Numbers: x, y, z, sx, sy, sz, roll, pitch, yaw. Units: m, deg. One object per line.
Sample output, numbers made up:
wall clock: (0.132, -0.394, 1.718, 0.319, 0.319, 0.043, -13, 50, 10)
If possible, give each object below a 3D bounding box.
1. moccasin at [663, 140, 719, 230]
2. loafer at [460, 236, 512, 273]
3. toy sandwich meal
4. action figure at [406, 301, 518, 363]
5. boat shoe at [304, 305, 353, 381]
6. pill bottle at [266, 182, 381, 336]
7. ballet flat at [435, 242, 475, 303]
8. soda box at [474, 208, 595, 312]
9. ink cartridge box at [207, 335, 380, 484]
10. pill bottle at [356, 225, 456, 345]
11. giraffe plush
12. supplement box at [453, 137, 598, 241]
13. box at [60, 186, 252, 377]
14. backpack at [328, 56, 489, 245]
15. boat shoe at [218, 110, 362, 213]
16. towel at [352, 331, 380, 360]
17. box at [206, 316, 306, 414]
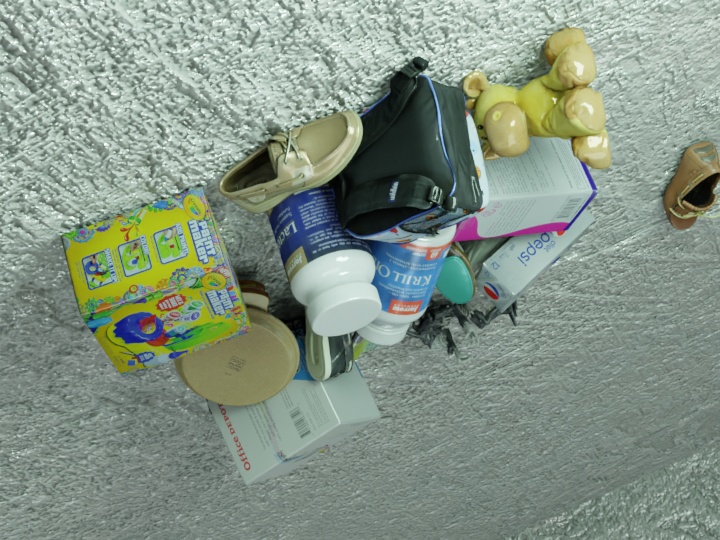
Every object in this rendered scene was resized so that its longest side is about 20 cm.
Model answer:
moccasin: (0.529, -0.120, 1.929, 0.072, 0.079, 0.202, -13, 152, -12)
loafer: (0.192, -0.046, 1.841, 0.069, 0.071, 0.200, 7, 142, -28)
toy sandwich meal: (-0.182, 0.109, 1.786, 0.201, 0.071, 0.208, -2, 127, -3)
action figure: (0.169, 0.095, 2.049, 0.197, 0.104, 0.119, -19, 165, -6)
boat shoe: (-0.041, 0.056, 1.775, 0.067, 0.204, 0.071, -7, -166, -31)
pill bottle: (-0.046, -0.025, 1.571, 0.114, 0.202, 0.116, -16, 152, -8)
ballet flat: (0.110, -0.035, 1.767, 0.067, 0.073, 0.200, -22, 133, 26)
soda box: (0.258, -0.030, 1.820, 0.200, 0.068, 0.064, -41, 169, -27)
ink cartridge box: (-0.103, 0.213, 1.893, 0.199, 0.149, 0.144, -33, 165, 22)
pill bottle: (0.051, 0.001, 1.663, 0.110, 0.113, 0.202, -5, 133, -27)
giraffe plush: (0.212, -0.200, 1.524, 0.159, 0.176, 0.200, -12, -172, 7)
supplement box: (0.209, -0.114, 1.694, 0.197, 0.105, 0.102, -7, 151, -27)
box: (-0.259, 0.018, 1.592, 0.190, 0.123, 0.201, -20, 153, -4)
backpack: (0.055, -0.124, 1.501, 0.189, 0.203, 0.153, -21, 155, 32)
boat shoe: (-0.085, -0.133, 1.491, 0.199, 0.072, 0.064, -32, 151, 24)
towel: (0.049, 0.054, 1.837, 0.143, 0.023, 0.201, -21, 147, -58)
box: (-0.148, 0.151, 1.987, 0.197, 0.050, 0.199, -11, 152, -19)
